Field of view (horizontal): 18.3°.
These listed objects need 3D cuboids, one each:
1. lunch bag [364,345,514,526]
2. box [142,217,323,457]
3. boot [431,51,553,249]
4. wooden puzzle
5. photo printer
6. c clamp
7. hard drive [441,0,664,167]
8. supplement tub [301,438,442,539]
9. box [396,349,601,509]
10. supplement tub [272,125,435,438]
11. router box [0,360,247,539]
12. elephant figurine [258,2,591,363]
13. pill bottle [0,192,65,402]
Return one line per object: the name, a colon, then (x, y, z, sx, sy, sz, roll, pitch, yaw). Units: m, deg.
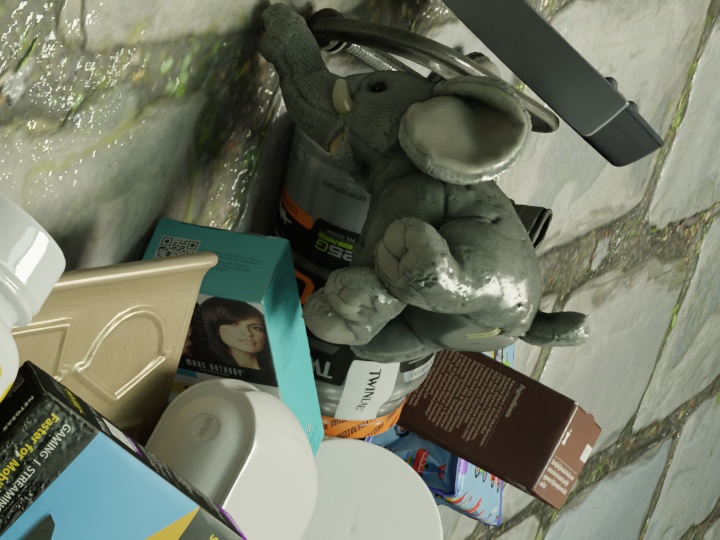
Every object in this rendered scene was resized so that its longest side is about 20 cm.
lunch bag: (0.078, 0.091, 1.814, 0.151, 0.094, 0.201, 40, 63, -67)
box: (-0.076, 0.055, 1.360, 0.200, 0.082, 0.049, 81, 24, -51)
boot: (0.081, -0.056, 1.569, 0.200, 0.130, 0.068, -54, 157, -28)
wooden puzzle: (-0.174, 0.077, 1.202, 0.185, 0.046, 0.201, -9, 126, -53)
photo printer: (-0.095, 0.163, 1.286, 0.201, 0.069, 0.166, -62, 160, -14)
c clamp: (0.035, -0.121, 1.406, 0.200, 0.170, 0.027, 28, 84, -55)
hard drive: (0.108, -0.150, 1.458, 0.042, 0.200, 0.135, -45, 161, 7)
supplement tub: (-0.032, 0.207, 1.511, 0.132, 0.132, 0.200, -53, 176, -29)
box: (0.063, 0.089, 1.586, 0.075, 0.199, 0.100, -63, 159, -6)
supplement tub: (0.000, 0.000, 1.451, 0.122, 0.122, 0.201, -33, 141, -54)
router box: (-0.174, 0.167, 1.132, 0.149, 0.051, 0.200, 40, 92, -28)
elephant figurine: (0.034, -0.057, 1.298, 0.155, 0.141, 0.201, 32, 50, -47)
pill bottle: (-0.222, 0.053, 0.990, 0.200, 0.114, 0.114, -58, 158, -19)
